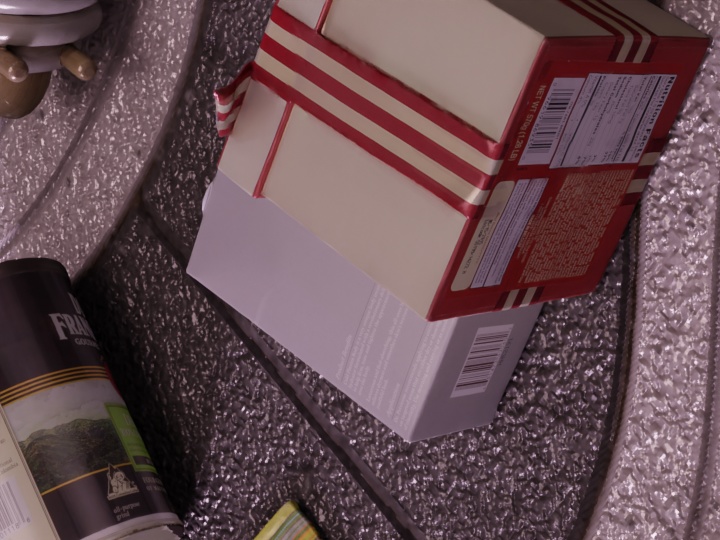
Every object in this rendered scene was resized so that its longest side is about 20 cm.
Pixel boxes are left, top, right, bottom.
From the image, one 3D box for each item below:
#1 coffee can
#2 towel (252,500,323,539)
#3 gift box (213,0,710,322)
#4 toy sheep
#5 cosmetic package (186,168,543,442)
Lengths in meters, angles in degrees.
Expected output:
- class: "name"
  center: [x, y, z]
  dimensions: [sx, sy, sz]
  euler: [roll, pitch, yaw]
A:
- class: "coffee can"
  center: [-0.223, 0.115, 1.264]
  dimensions: [0.146, 0.146, 0.201]
  euler: [-39, 71, 36]
- class: "towel"
  center: [-0.011, 0.245, 1.185]
  dimensions: [0.201, 0.018, 0.086]
  euler: [52, 125, 23]
- class: "gift box"
  center: [0.039, -0.100, 0.989]
  dimensions: [0.186, 0.199, 0.186]
  euler: [37, 112, 32]
- class: "toy sheep"
  center: [-0.224, -0.197, 1.240]
  dimensions: [0.137, 0.137, 0.202]
  euler: [24, 114, 36]
- class: "cosmetic package"
  center: [0.000, 0.000, 1.104]
  dimensions: [0.200, 0.090, 0.108]
  euler: [39, 118, 34]
